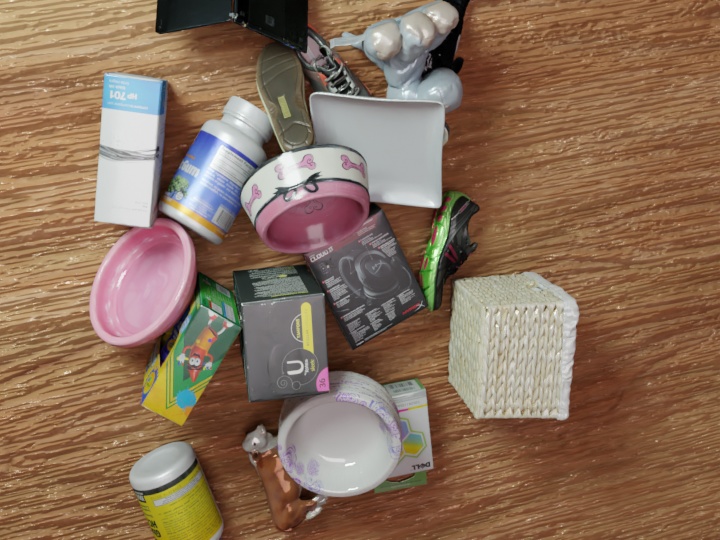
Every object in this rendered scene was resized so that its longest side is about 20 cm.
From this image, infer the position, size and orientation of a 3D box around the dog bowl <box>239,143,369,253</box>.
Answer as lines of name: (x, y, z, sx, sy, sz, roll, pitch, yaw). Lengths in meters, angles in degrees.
dog bowl: (-0.074, -0.096, 1.219, 0.196, 0.201, 0.075, -15, 66, -9)

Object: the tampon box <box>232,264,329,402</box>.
tampon box: (-0.123, 0.089, 1.278, 0.123, 0.200, 0.154, -6, 105, -11)

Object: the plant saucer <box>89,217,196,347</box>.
plant saucer: (-0.317, 0.023, 1.243, 0.201, 0.200, 0.051, -48, 139, 2)

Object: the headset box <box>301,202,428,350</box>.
headset box: (0.000, 0.000, 1.350, 0.147, 0.077, 0.203, -29, 106, -4)

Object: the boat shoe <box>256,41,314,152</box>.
boat shoe: (-0.110, -0.240, 1.229, 0.070, 0.077, 0.204, -11, 65, 0)

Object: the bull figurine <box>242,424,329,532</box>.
bull figurine: (-0.124, 0.340, 1.406, 0.119, 0.065, 0.205, -16, 105, -10)

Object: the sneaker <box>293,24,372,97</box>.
sneaker: (-0.043, -0.289, 1.271, 0.077, 0.082, 0.200, -45, 107, 1)

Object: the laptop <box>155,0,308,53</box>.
laptop: (-0.181, -0.406, 1.207, 0.197, 0.102, 0.182, 13, 68, -37)

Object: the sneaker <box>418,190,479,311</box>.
sneaker: (0.149, -0.026, 1.377, 0.082, 0.077, 0.205, 13, 101, -11)

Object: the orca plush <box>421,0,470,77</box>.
orca plush: (0.138, -0.360, 1.300, 0.105, 0.071, 0.201, 41, 92, -17)

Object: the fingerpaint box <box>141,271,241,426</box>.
fingerpaint box: (-0.257, 0.111, 1.255, 0.073, 0.200, 0.169, 31, 96, -17)

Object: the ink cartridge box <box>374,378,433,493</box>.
ink cartridge box: (0.067, 0.298, 1.440, 0.101, 0.059, 0.205, -8, 104, -10)

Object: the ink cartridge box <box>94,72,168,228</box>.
ink cartridge box: (-0.327, -0.176, 1.201, 0.084, 0.147, 0.205, 7, 101, -12)

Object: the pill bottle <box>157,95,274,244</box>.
pill bottle: (-0.208, -0.152, 1.245, 0.111, 0.112, 0.203, 30, 85, -17)

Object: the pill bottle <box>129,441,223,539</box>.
pill bottle: (-0.290, 0.394, 1.358, 0.110, 0.112, 0.204, -21, 106, -7)

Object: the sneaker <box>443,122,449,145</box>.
sneaker: (0.051, -0.194, 1.309, 0.196, 0.090, 0.068, -21, 107, -6)

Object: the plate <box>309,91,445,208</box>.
plate: (0.029, -0.184, 1.242, 0.195, 0.033, 0.202, 6, 139, 9)

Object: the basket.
basket: (0.243, 0.119, 1.368, 0.157, 0.198, 0.205, 0, 103, -10)

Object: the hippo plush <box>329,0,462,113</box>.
hippo plush: (0.066, -0.287, 1.220, 0.196, 0.160, 0.164, -13, 109, 20)

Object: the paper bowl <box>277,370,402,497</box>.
paper bowl: (-0.033, 0.251, 1.331, 0.195, 0.105, 0.205, -1, 117, -2)
